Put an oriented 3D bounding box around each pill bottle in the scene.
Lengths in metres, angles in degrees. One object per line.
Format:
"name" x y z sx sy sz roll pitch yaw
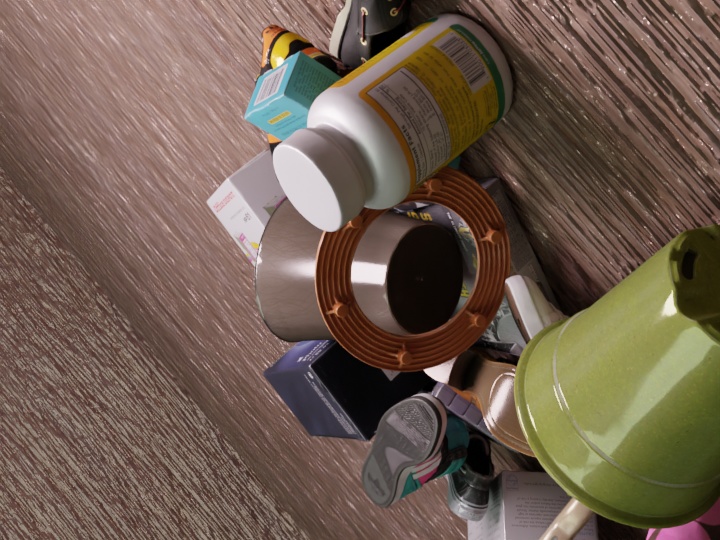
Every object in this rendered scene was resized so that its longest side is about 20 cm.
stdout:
"pill bottle" 0.027 -0.123 0.728 0.113 0.200 0.113 39 154 23

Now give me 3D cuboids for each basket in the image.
"basket" 0.000 0.000 0.917 0.136 0.182 0.199 15 173 -42

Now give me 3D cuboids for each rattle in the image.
"rattle" 0.203 0.251 0.958 0.143 0.200 0.130 48 157 5

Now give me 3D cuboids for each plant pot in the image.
"plant pot" 0.247 0.070 0.664 0.200 0.200 0.190 43 144 16

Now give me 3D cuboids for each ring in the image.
"ring" 0.054 0.000 0.802 0.201 0.200 0.019 60 171 -21

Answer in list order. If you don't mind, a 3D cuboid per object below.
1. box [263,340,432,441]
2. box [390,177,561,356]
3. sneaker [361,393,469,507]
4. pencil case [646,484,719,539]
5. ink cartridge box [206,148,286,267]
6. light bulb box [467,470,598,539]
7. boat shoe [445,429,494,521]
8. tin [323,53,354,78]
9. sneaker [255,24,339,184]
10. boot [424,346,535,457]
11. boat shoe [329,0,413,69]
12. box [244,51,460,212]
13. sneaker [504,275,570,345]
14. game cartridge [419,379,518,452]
"box" 0.003 0.110 1.111 0.123 0.200 0.198 52 156 -6
"box" 0.123 -0.003 0.923 0.158 0.048 0.201 9 134 58
"sneaker" 0.083 0.196 1.008 0.084 0.120 0.200 50 140 22
"pencil case" 0.289 0.216 0.754 0.091 0.200 0.093 51 141 -11
"ink cartridge box" -0.121 -0.058 1.234 0.200 0.085 0.144 54 157 -5
"light bulb box" 0.216 0.380 1.092 0.124 0.201 0.199 4 153 -5
"boat shoe" 0.145 0.244 1.111 0.072 0.071 0.200 20 -165 -8
"tin" -0.027 -0.180 0.949 0.200 0.042 0.112 32 147 35
"sneaker" -0.075 -0.174 0.923 0.090 0.070 0.201 47 152 21
"boot" 0.173 0.145 0.949 0.199 0.077 0.155 24 -179 38
"boat shoe" 0.020 -0.241 0.736 0.063 0.074 0.202 36 156 9
"box" -0.005 -0.127 0.825 0.199 0.049 0.082 28 159 -28
"sneaker" 0.210 0.071 0.838 0.200 0.084 0.073 56 -173 -25
"game cartridge" 0.132 0.176 1.098 0.129 0.039 0.200 30 173 -6
